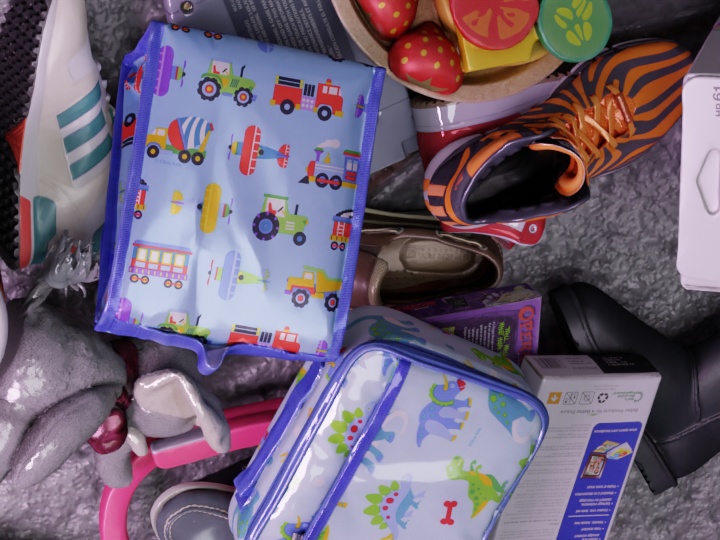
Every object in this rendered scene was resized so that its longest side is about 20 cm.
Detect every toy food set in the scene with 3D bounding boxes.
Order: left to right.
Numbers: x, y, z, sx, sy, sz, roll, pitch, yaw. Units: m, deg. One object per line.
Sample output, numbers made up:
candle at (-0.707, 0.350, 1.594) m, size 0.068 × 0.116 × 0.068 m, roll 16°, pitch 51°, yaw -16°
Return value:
toy food set at (0.070, -0.207, 1.310) m, size 0.198 × 0.049 × 0.200 m, roll -13°, pitch 92°, yaw -19°

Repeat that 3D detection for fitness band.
fitness band at (-0.082, 0.164, 1.429) m, size 0.200 × 0.037 × 0.144 m, roll -13°, pitch 116°, yaw -6°

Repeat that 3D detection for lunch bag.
lunch bag at (-0.077, -0.035, 1.267) m, size 0.150 × 0.094 × 0.200 m, roll 10°, pitch 76°, yaw -17°
lunch bag at (0.013, 0.132, 1.339) m, size 0.161 × 0.082 × 0.200 m, roll 24°, pitch 106°, yaw -21°

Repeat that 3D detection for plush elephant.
plush elephant at (-0.173, 0.080, 1.337) m, size 0.155 × 0.165 × 0.200 m, roll 26°, pitch 111°, yaw -29°

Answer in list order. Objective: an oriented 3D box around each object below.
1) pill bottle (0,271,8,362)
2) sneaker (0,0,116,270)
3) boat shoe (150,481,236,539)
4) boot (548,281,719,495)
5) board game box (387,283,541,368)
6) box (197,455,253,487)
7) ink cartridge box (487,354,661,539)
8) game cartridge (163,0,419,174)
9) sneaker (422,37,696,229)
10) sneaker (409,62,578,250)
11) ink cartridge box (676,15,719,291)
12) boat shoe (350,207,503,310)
pill bottle at (-0.277, 0.000, 1.261) m, size 0.114 × 0.200 × 0.114 m, roll -5°, pitch 112°, yaw -12°
sneaker at (-0.182, -0.097, 1.326) m, size 0.093 × 0.070 × 0.200 m, roll -2°, pitch 111°, yaw -29°
boat shoe at (-0.059, 0.215, 1.402) m, size 0.073 × 0.062 × 0.200 m, roll -44°, pitch 116°, yaw 8°
boot at (0.242, 0.051, 1.470) m, size 0.168 × 0.076 × 0.200 m, roll -31°, pitch 120°, yaw 3°
board game box at (0.061, 0.111, 1.412) m, size 0.120 × 0.032 × 0.200 m, roll -7°, pitch 117°, yaw -18°
box at (-0.015, 0.179, 1.486) m, size 0.200 × 0.036 × 0.143 m, roll -24°, pitch 114°, yaw -4°
ink cartridge box at (0.135, 0.150, 1.426) m, size 0.095 × 0.037 × 0.200 m, roll 1°, pitch 117°, yaw -26°
game cartridge at (-0.050, -0.143, 1.348) m, size 0.133 × 0.042 × 0.200 m, roll -22°, pitch 115°, yaw 1°
sneaker at (0.140, -0.078, 1.290) m, size 0.200 × 0.112 × 0.078 m, roll -33°, pitch 102°, yaw -6°
sneaker at (0.136, -0.080, 1.383) m, size 0.200 × 0.071 × 0.113 m, roll -12°, pitch 103°, yaw -12°
ink cartridge box at (0.265, -0.087, 1.346) m, size 0.085 × 0.200 × 0.145 m, roll 5°, pitch 114°, yaw 19°
boat shoe at (0.000, -0.006, 1.392) m, size 0.202 × 0.075 × 0.075 m, roll -6°, pitch 113°, yaw -11°
